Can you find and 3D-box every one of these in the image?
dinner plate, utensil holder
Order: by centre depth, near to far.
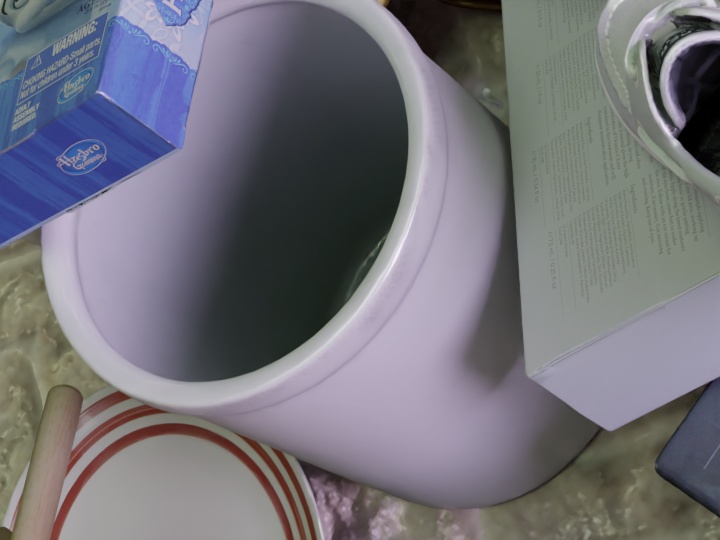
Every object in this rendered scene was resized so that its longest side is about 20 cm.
[{"bbox_3d":[0.000,0.000,0.746,0.170,0.200,0.170,-13,64,28],"label":"utensil holder"},{"bbox_3d":[-0.090,0.146,0.839,0.200,0.024,0.200,-6,80,34],"label":"dinner plate"}]

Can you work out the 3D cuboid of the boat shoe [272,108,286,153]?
[{"bbox_3d":[-0.074,-0.037,0.832,0.072,0.065,0.200,34,134,1],"label":"boat shoe"}]

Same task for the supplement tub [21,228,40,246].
[{"bbox_3d":[-0.151,-0.128,0.928,0.144,0.144,0.200,37,94,37],"label":"supplement tub"}]

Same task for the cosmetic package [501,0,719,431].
[{"bbox_3d":[0.125,-0.062,0.660,0.151,0.052,0.200,-33,40,34],"label":"cosmetic package"}]

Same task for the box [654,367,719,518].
[{"bbox_3d":[0.244,0.050,0.620,0.197,0.124,0.200,35,92,35],"label":"box"}]

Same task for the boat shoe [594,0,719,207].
[{"bbox_3d":[0.114,-0.050,0.559,0.072,0.068,0.200,-45,35,16],"label":"boat shoe"}]

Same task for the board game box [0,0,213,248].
[{"bbox_3d":[-0.132,-0.100,0.737,0.200,0.043,0.199,-24,44,38],"label":"board game box"}]

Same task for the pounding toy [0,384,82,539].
[{"bbox_3d":[-0.158,0.176,0.715,0.184,0.200,0.142,44,138,35],"label":"pounding toy"}]

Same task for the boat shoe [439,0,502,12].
[{"bbox_3d":[0.109,-0.121,0.809,0.200,0.072,0.068,28,93,43],"label":"boat shoe"}]

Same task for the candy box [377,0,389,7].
[{"bbox_3d":[0.010,-0.182,0.865,0.200,0.056,0.117,-60,11,0],"label":"candy box"}]
